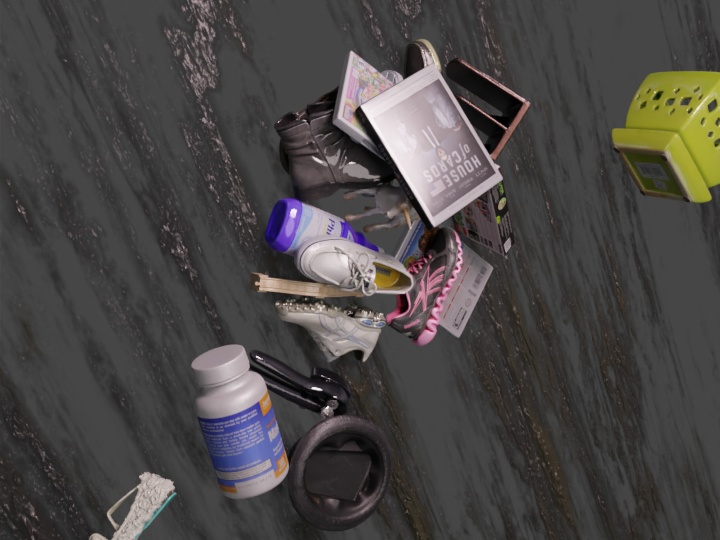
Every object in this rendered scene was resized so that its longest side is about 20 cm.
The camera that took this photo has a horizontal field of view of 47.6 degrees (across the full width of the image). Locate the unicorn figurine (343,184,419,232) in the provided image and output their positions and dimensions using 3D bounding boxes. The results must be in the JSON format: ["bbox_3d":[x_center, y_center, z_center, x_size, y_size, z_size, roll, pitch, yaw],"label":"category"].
[{"bbox_3d":[0.045,-0.099,1.259,0.199,0.135,0.076,-19,99,-64],"label":"unicorn figurine"}]

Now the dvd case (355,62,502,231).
[{"bbox_3d":[0.102,-0.180,1.181,0.149,0.025,0.202,-34,92,-25],"label":"dvd case"}]

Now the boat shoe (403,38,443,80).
[{"bbox_3d":[0.093,-0.271,1.336,0.065,0.071,0.205,-16,109,-34],"label":"boat shoe"}]

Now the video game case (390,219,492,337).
[{"bbox_3d":[0.135,0.006,1.418,0.199,0.018,0.145,36,77,-31],"label":"video game case"}]

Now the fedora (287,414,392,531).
[{"bbox_3d":[-0.045,0.313,1.306,0.197,0.091,0.205,-6,100,-34],"label":"fedora"}]

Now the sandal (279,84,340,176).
[{"bbox_3d":[-0.045,-0.225,1.253,0.199,0.054,0.082,-39,110,-8],"label":"sandal"}]

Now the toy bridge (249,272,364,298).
[{"bbox_3d":[-0.075,0.026,1.267,0.197,0.067,0.028,4,95,-33],"label":"toy bridge"}]

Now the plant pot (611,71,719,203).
[{"bbox_3d":[0.626,-0.254,1.607,0.182,0.199,0.199,-47,118,-10],"label":"plant pot"}]

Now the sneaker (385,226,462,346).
[{"bbox_3d":[0.100,0.017,1.342,0.094,0.079,0.204,22,82,-20],"label":"sneaker"}]

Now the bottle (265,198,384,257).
[{"bbox_3d":[-0.051,-0.044,1.275,0.198,0.065,0.085,22,83,-32],"label":"bottle"}]

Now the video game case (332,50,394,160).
[{"bbox_3d":[0.047,-0.221,1.221,0.198,0.018,0.145,32,48,-28],"label":"video game case"}]

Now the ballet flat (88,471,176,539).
[{"bbox_3d":[-0.341,0.374,1.153,0.072,0.071,0.201,45,70,-28],"label":"ballet flat"}]

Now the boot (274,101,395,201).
[{"bbox_3d":[-0.021,-0.188,1.208,0.196,0.070,0.134,-18,122,-11],"label":"boot"}]

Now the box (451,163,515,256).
[{"bbox_3d":[0.191,-0.114,1.347,0.035,0.109,0.201,-48,146,-17],"label":"box"}]

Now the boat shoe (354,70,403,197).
[{"bbox_3d":[0.034,-0.217,1.317,0.062,0.071,0.204,9,96,-55],"label":"boat shoe"}]

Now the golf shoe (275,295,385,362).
[{"bbox_3d":[-0.050,0.098,1.291,0.197,0.078,0.099,13,95,-32],"label":"golf shoe"}]

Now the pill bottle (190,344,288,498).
[{"bbox_3d":[-0.181,0.218,1.197,0.111,0.111,0.204,-22,108,-28],"label":"pill bottle"}]

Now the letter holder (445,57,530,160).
[{"bbox_3d":[0.175,-0.255,1.317,0.141,0.200,0.102,33,96,-2],"label":"letter holder"}]

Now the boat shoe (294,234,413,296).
[{"bbox_3d":[-0.001,0.005,1.228,0.199,0.086,0.076,15,102,-35],"label":"boat shoe"}]

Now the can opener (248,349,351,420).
[{"bbox_3d":[-0.100,0.182,1.280,0.197,0.079,0.064,24,106,-25],"label":"can opener"}]
